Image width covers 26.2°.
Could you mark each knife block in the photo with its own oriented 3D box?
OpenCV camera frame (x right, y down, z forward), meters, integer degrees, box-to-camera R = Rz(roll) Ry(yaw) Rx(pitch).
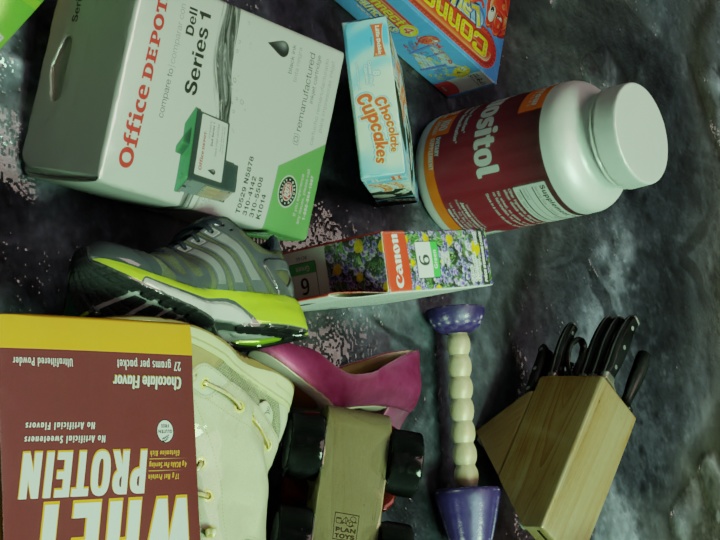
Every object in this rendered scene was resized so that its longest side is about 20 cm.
[{"bbox_3d":[0.195,0.133,1.324,0.064,0.175,0.200,48,10,-31],"label":"knife block"}]

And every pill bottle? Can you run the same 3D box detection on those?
[{"bbox_3d":[0.154,-0.098,1.321,0.113,0.199,0.114,15,69,-47],"label":"pill bottle"}]

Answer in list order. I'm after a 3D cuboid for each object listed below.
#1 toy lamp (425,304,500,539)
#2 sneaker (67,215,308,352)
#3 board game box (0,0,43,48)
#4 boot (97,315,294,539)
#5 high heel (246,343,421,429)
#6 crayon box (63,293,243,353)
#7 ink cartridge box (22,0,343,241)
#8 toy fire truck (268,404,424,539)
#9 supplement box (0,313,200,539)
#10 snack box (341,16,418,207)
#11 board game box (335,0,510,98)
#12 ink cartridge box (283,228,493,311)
[{"bbox_3d":[0.086,0.131,1.300,0.058,0.058,0.201,6,75,-49],"label":"toy lamp"},{"bbox_3d":[-0.115,0.003,1.012,0.200,0.074,0.081,16,57,-53],"label":"sneaker"},{"bbox_3d":[-0.227,-0.221,0.994,0.096,0.030,0.200,50,65,-31],"label":"board game box"},{"bbox_3d":[-0.116,0.120,0.966,0.200,0.072,0.156,31,58,-51],"label":"boot"},{"bbox_3d":[-0.015,0.069,1.178,0.200,0.067,0.096,38,64,-45],"label":"high heel"},{"bbox_3d":[-0.150,0.106,1.028,0.126,0.051,0.201,32,58,-41],"label":"crayon box"},{"bbox_3d":[-0.118,-0.111,1.068,0.200,0.084,0.147,14,86,-48],"label":"ink cartridge box"},{"bbox_3d":[-0.014,0.205,1.124,0.128,0.200,0.177,10,72,-10],"label":"toy fire truck"},{"bbox_3d":[-0.202,0.135,0.842,0.132,0.199,0.198,6,77,-49],"label":"supplement box"},{"bbox_3d":[0.018,-0.118,1.209,0.200,0.037,0.117,34,48,-84],"label":"snack box"},{"bbox_3d":[0.056,-0.288,1.362,0.200,0.056,0.197,34,57,-41],"label":"board game box"},{"bbox_3d":[0.000,0.000,1.185,0.199,0.109,0.051,-3,83,-50],"label":"ink cartridge box"}]
